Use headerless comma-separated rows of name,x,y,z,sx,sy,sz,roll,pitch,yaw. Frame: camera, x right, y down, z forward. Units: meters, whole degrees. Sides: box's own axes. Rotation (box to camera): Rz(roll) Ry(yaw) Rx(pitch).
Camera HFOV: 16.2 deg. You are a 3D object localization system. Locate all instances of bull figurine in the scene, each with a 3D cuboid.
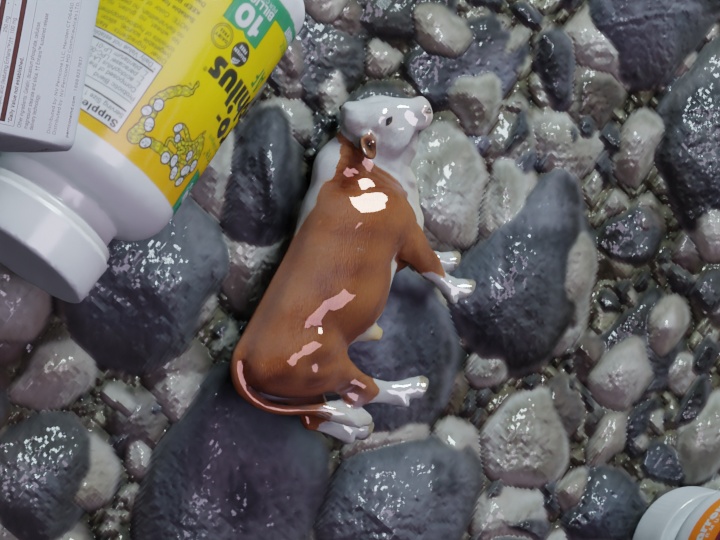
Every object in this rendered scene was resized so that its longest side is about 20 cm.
bull figurine,0.000,0.000,1.432,0.121,0.065,0.201,35,77,-24

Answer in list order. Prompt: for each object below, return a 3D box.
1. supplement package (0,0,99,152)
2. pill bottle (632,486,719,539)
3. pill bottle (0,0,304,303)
supplement package,-0.251,-0.146,1.206,0.199,0.191,0.148,11,87,-29
pill bottle,0.254,0.188,1.515,0.109,0.200,0.110,-3,95,-29
pill bottle,-0.125,-0.088,1.329,0.113,0.113,0.200,41,73,-26
